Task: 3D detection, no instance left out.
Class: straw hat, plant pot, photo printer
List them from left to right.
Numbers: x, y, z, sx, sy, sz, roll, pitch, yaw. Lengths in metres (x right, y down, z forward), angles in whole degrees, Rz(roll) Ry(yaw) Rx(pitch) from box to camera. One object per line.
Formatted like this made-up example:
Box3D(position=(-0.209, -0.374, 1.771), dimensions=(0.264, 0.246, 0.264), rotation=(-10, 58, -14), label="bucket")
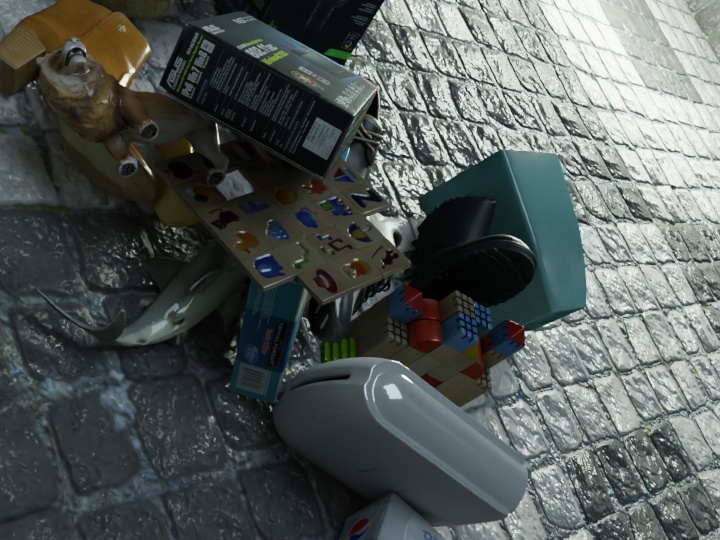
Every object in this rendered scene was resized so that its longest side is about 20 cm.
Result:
Box3D(position=(-0.232, -0.304, 1.041), dimensions=(0.199, 0.086, 0.201), rotation=(26, 13, -6), label="straw hat")
Box3D(position=(0.026, 0.152, 0.905), dimensions=(0.199, 0.166, 0.070), rotation=(39, 57, -21), label="photo printer")
Box3D(position=(0.195, -0.028, 1.281), dimensions=(0.141, 0.141, 0.202), rotation=(-5, 72, -51), label="plant pot")

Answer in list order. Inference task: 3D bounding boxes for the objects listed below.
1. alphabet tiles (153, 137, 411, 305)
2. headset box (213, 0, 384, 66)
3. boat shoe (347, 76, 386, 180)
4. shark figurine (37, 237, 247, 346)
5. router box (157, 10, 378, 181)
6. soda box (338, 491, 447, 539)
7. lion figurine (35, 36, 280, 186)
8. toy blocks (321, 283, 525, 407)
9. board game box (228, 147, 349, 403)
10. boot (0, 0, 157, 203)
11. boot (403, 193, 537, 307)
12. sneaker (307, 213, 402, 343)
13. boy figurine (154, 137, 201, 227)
Box3D(position=(-0.055, -0.052, 0.872), dimensions=(0.166, 0.008, 0.200), rotation=(-22, 55, -36), label="alphabet tiles")
Box3D(position=(-0.055, -0.351, 1.209), dimensions=(0.173, 0.201, 0.093), rotation=(0, 44, -50), label="headset box")
Box3D(position=(-0.013, -0.159, 1.195), dimensions=(0.074, 0.073, 0.202), rotation=(29, 42, -31), label="boat shoe")
Box3D(position=(-0.174, 0.017, 0.881), dimensions=(0.089, 0.129, 0.214), rotation=(38, 48, 22), label="shark figurine")
Box3D(position=(-0.070, -0.156, 0.871), dimensions=(0.149, 0.063, 0.200), rotation=(28, 18, -2), label="router box")
Box3D(position=(0.069, 0.293, 0.917), dimensions=(0.200, 0.068, 0.064), rotation=(44, 36, -14), label="soda box")
Box3D(position=(-0.170, -0.130, 0.864), dimensions=(0.199, 0.073, 0.123), rotation=(9, 30, -43), label="lion figurine")
Box3D(position=(0.078, 0.077, 1.048), dimensions=(0.199, 0.136, 0.101), rotation=(28, 42, -32), label="toy blocks")
Box3D(position=(-0.063, -0.004, 0.937), dimensions=(0.046, 0.152, 0.201), rotation=(16, 42, -1), label="board game box")
Box3D(position=(-0.231, -0.168, 0.940), dimensions=(0.201, 0.071, 0.144), rotation=(42, 46, -3), label="boot")
Box3D(position=(0.123, -0.025, 1.145), dimensions=(0.073, 0.197, 0.163), rotation=(43, 43, -19), label="boot")
Box3D(position=(0.000, 0.000, 1.007), dimensions=(0.079, 0.074, 0.201), rotation=(25, 37, -6), label="sneaker")
Box3D(position=(-0.158, -0.120, 0.970), dimensions=(0.201, 0.064, 0.125), rotation=(-92, 175, -49), label="boy figurine")
